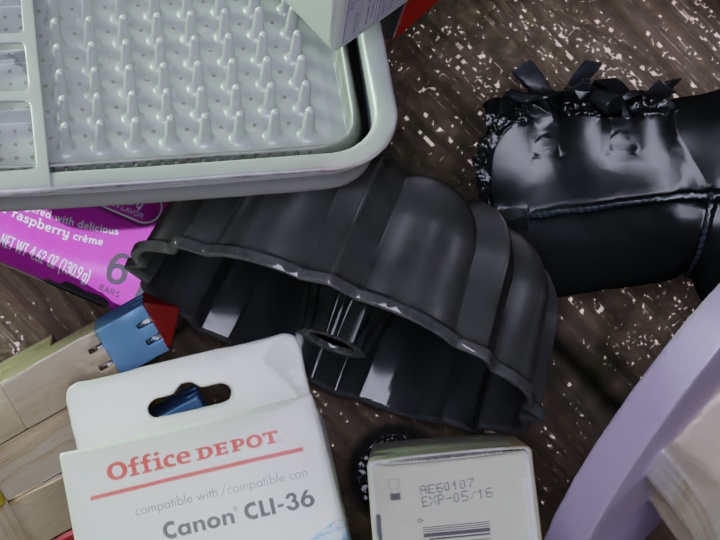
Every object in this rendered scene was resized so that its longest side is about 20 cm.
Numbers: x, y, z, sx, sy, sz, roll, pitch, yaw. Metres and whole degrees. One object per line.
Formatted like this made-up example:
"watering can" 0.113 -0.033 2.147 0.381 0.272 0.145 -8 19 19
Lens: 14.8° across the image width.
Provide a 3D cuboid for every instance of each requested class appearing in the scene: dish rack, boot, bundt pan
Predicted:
"dish rack" -0.092 -0.091 1.180 0.200 0.044 0.172 -5 52 -7
"boot" 0.140 -0.003 1.311 0.162 0.073 0.199 -4 101 10
"bundt pan" 0.000 0.000 1.251 0.202 0.202 0.076 21 76 2

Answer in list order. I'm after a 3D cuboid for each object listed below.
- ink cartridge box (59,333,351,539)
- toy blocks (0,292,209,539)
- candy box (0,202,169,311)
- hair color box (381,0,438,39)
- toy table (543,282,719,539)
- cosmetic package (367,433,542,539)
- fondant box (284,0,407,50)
"ink cartridge box" -0.061 0.127 1.200 0.116 0.068 0.200 -14 76 0
"toy blocks" -0.114 0.102 1.297 0.137 0.100 0.200 -29 102 2
"candy box" -0.124 -0.092 1.324 0.136 0.061 0.200 22 88 2
"hair color box" -0.040 -0.203 1.263 0.200 0.102 0.061 33 46 13
"toy table" 0.175 0.096 1.218 0.117 0.200 0.184 40 47 19
"cosmetic package" 0.043 0.128 1.246 0.073 0.200 0.104 -6 89 1
"fondant box" 0.019 -0.205 1.173 0.200 0.058 0.144 -37 72 -19
